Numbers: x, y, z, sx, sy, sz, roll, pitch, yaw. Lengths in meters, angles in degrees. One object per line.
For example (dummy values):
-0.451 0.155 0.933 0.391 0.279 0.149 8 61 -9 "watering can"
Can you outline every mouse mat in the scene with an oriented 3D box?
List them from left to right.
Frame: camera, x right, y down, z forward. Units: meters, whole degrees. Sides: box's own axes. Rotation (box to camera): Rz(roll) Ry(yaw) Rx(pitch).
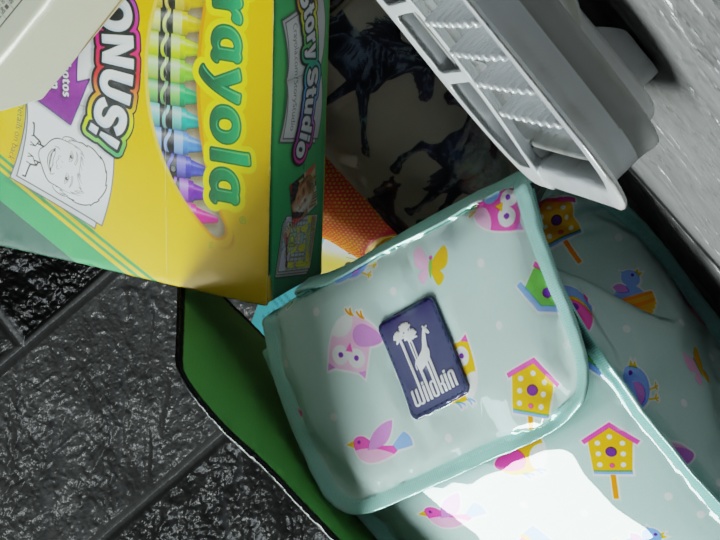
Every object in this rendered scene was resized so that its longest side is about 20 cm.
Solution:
-0.019 0.087 1.225 0.200 0.008 0.161 47 -169 -16 "mouse mat"

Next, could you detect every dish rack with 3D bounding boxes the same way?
0.038 -0.102 0.929 0.172 0.043 0.200 51 179 -9 "dish rack"

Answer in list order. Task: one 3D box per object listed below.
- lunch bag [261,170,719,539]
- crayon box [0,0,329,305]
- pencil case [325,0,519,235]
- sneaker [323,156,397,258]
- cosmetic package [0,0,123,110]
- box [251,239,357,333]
0.072 0.060 1.178 0.200 0.170 0.122 48 -142 -17 "lunch bag"
-0.100 -0.100 1.220 0.172 0.201 0.058 12 -159 29 "crayon box"
0.044 -0.052 1.257 0.200 0.089 0.078 47 -136 -1 "pencil case"
0.050 -0.007 1.329 0.199 0.073 0.077 21 -136 -20 "sneaker"
-0.131 -0.170 1.141 0.104 0.200 0.073 51 -150 10 "cosmetic package"
0.000 0.000 1.430 0.082 0.201 0.049 13 -163 -26 "box"
